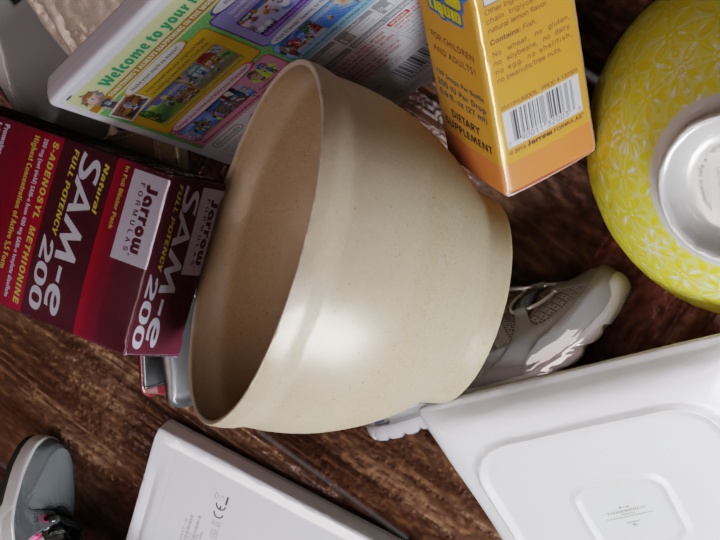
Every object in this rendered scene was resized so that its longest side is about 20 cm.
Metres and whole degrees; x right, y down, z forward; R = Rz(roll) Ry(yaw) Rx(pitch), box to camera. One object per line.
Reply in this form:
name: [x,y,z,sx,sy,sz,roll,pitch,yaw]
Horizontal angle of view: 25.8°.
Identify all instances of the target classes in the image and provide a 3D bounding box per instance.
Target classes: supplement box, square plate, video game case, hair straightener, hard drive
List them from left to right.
supplement box: [-0.187,-0.030,0.941,0.199,0.061,0.110,19,96,26]
hair straightener: [-0.114,-0.007,1.022,0.077,0.041,0.202,17,109,49]
hard drive: [-0.067,0.204,1.087,0.199,0.027,0.133,26,116,14]
video game case: [-0.047,-0.126,0.880,0.200,0.181,0.022,-34,53,38]
supplement box: [0.069,-0.143,0.816,0.066,0.068,0.201,41,150,49]
square plate: [0.161,0.134,0.921,0.198,0.029,0.199,-15,124,26]

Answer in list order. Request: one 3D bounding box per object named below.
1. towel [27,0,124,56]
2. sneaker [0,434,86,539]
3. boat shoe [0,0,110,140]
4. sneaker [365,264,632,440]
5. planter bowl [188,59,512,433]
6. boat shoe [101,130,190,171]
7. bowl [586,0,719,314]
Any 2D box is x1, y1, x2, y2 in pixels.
towel: [-0.121,-0.209,0.880,0.199,0.034,0.133,-34,93,28]
sneaker: [-0.190,0.212,1.084,0.120,0.084,0.202,-6,76,24]
boat shoe: [-0.229,-0.165,1.015,0.063,0.071,0.201,-4,118,58]
sneaker: [0.068,0.037,0.943,0.199,0.075,0.082,-26,97,29]
planter bowl: [0.000,0.000,0.865,0.134,0.201,0.201,15,118,-20]
boat shoe: [-0.184,-0.039,1.008,0.199,0.065,0.073,-28,68,41]
bowl: [0.206,-0.056,0.834,0.198,0.108,0.202,8,111,21]
